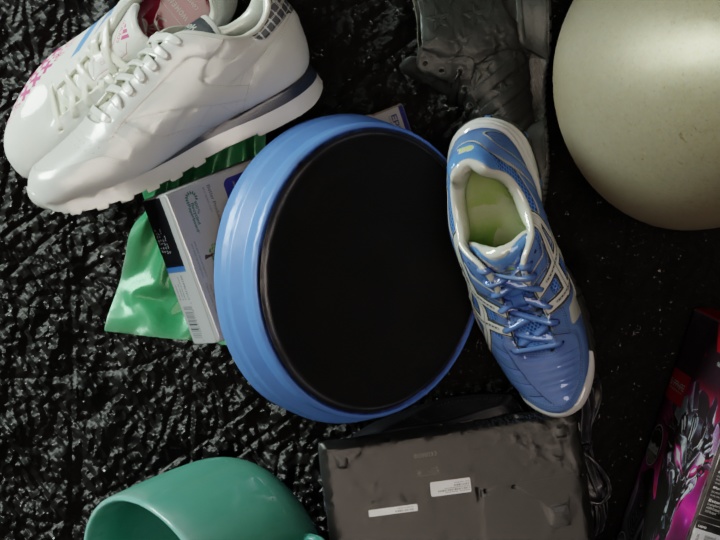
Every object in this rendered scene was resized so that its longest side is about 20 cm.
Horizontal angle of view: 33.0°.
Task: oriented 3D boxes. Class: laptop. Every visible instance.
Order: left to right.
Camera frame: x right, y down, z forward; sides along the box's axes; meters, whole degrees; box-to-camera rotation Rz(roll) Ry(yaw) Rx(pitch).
[{"bbox_3d":[0.067,0.202,0.840,0.176,0.103,0.201,-8,87,-6],"label":"laptop"}]

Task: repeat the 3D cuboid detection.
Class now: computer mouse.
[{"bbox_3d":[0.071,0.135,0.851,0.199,0.053,0.139,-9,109,-5],"label":"computer mouse"}]

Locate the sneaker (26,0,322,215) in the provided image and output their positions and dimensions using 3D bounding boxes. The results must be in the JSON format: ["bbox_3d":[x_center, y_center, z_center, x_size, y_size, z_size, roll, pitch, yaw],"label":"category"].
[{"bbox_3d":[-0.123,-0.106,0.755,0.200,0.076,0.081,-32,124,-14],"label":"sneaker"}]

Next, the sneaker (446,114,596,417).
[{"bbox_3d":[0.094,0.005,0.770,0.075,0.077,0.201,-18,99,21],"label":"sneaker"}]

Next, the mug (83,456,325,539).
[{"bbox_3d":[-0.083,0.208,0.799,0.185,0.114,0.153,26,119,37],"label":"mug"}]

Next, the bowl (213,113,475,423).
[{"bbox_3d":[0.000,0.000,0.781,0.200,0.039,0.202,-3,95,-38],"label":"bowl"}]

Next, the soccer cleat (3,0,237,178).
[{"bbox_3d":[-0.165,-0.137,0.799,0.200,0.086,0.070,-42,95,5],"label":"soccer cleat"}]

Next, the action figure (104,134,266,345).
[{"bbox_3d":[-0.103,-0.052,0.826,0.118,0.055,0.201,6,90,1],"label":"action figure"}]

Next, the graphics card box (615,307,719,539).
[{"bbox_3d":[0.231,0.132,0.812,0.051,0.125,0.201,16,97,-5],"label":"graphics card box"}]

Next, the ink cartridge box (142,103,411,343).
[{"bbox_3d":[-0.039,-0.034,0.804,0.200,0.039,0.100,-24,100,-34],"label":"ink cartridge box"}]

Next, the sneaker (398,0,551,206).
[{"bbox_3d":[0.073,-0.129,0.817,0.104,0.060,0.201,1,91,-2],"label":"sneaker"}]

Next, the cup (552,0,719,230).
[{"bbox_3d":[0.238,-0.123,0.751,0.199,0.143,0.201,-1,94,-13],"label":"cup"}]
